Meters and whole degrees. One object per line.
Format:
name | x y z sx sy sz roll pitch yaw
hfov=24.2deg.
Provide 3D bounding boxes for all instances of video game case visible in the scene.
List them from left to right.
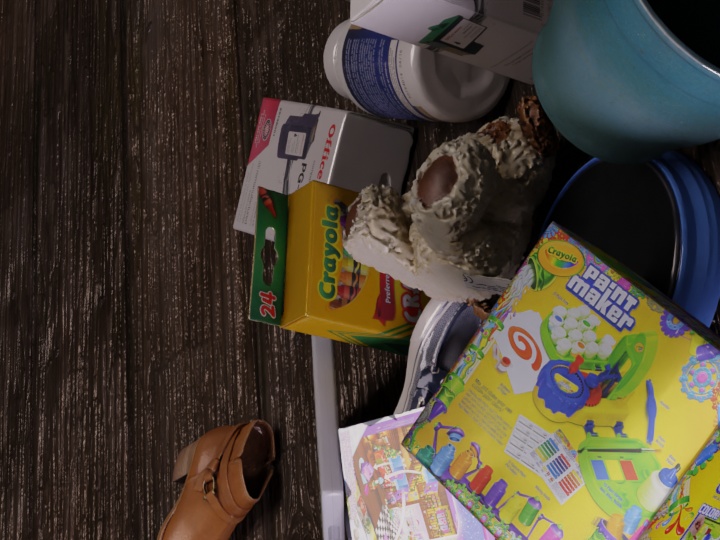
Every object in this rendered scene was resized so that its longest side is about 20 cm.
video game case | -0.028 0.174 1.536 0.183 0.022 0.201 89 177 -48

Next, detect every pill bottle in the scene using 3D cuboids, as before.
pill bottle | 0.046 -0.198 1.573 0.199 0.110 0.112 13 90 60

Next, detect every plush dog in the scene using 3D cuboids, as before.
plush dog | 0.105 -0.059 1.406 0.173 0.160 0.200 -57 15 -26

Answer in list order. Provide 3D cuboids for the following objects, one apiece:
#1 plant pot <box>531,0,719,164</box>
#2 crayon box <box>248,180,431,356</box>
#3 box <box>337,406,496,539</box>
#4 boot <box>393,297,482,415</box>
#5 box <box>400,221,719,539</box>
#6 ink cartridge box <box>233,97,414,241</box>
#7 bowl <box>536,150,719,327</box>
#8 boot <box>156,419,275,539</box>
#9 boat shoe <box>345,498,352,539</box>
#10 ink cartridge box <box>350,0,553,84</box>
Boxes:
plant pot | 0.219 -0.173 1.194 0.188 0.198 0.202 135 138 -57
crayon box | 0.000 0.000 1.485 0.051 0.198 0.129 -25 58 54
box | 0.058 0.215 1.381 0.136 0.039 0.202 -17 71 30
boot | 0.082 0.116 1.447 0.090 0.072 0.202 33 112 46
box | 0.169 0.110 1.144 0.194 0.122 0.200 -56 48 8
ink cartridge box | -0.041 -0.092 1.708 0.199 0.084 0.147 18 95 61
bowl | 0.201 0.000 1.300 0.200 0.039 0.203 -30 54 52
boot | -0.148 0.260 1.775 0.154 0.073 0.202 -26 59 49
boat shoe | 0.045 0.265 1.454 0.062 0.072 0.201 -39 54 26
ink cartridge box | 0.091 -0.262 1.428 0.084 0.198 0.148 -29 54 52
